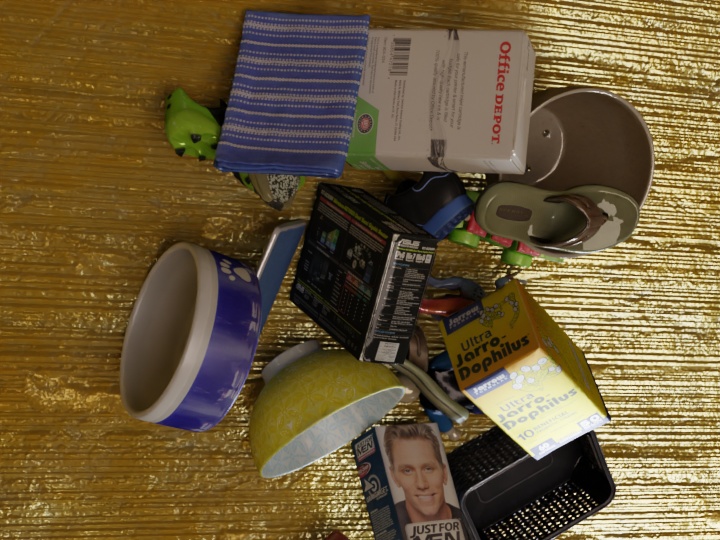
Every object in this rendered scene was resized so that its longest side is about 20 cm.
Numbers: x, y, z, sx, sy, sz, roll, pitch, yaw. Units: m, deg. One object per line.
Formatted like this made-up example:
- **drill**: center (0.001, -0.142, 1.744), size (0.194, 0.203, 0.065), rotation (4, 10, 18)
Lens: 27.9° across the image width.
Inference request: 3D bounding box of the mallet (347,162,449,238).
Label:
- **mallet**: center (0.052, -0.113, 1.716), size (0.200, 0.041, 0.066), rotation (39, 95, -31)

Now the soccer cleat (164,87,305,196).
- **soccer cleat**: center (-0.137, -0.143, 1.616), size (0.067, 0.081, 0.200), rotation (-31, 143, 30)

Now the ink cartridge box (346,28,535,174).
- **ink cartridge box**: center (0.085, -0.186, 1.592), size (0.199, 0.084, 0.146), rotation (4, 82, 17)

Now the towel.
- **towel**: center (-0.074, -0.191, 1.548), size (0.144, 0.024, 0.200), rotation (4, 68, 13)

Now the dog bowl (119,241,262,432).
- **dog bowl**: center (-0.189, 0.075, 1.598), size (0.079, 0.200, 0.200), rotation (19, 101, -27)

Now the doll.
- **doll**: center (0.132, 0.153, 1.831), size (0.200, 0.048, 0.137), rotation (3, 113, -21)

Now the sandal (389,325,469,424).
- **sandal**: center (0.065, 0.101, 1.752), size (0.057, 0.080, 0.201), rotation (-45, 98, 1)

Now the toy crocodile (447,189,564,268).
- **toy crocodile**: center (0.172, -0.048, 1.760), size (0.200, 0.062, 0.068), rotation (18, 89, -26)

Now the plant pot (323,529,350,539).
- **plant pot**: center (-0.042, 0.443, 1.799), size (0.195, 0.201, 0.201), rotation (-46, 118, -9)

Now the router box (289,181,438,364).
- **router box**: center (0.000, 0.000, 1.642), size (0.062, 0.200, 0.150), rotation (6, 107, -30)

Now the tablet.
- **tablet**: center (-0.119, 0.037, 1.662), size (0.014, 0.130, 0.200), rotation (24, 100, 9)

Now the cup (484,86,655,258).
- **cup**: center (0.225, -0.132, 1.711), size (0.200, 0.143, 0.201), rotation (-7, 112, -18)

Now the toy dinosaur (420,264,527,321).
- **toy dinosaur**: center (0.147, 0.066, 1.757), size (0.181, 0.200, 0.105), rotation (26, 117, 5)

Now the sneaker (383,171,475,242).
- **sneaker**: center (0.050, -0.053, 1.697), size (0.200, 0.078, 0.070), rotation (-41, 167, 35)

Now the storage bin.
- **storage bin**: center (0.214, 0.274, 1.882), size (0.200, 0.094, 0.135), rotation (-28, 116, -8)

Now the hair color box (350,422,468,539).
- **hair color box**: center (0.065, 0.291, 1.772), size (0.100, 0.200, 0.061), rotation (1, 154, -35)

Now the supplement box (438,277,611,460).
- **supplement box**: center (0.196, 0.120, 1.712), size (0.109, 0.110, 0.200), rotation (-31, 136, 16)

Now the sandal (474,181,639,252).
- **sandal**: center (0.224, -0.054, 1.617), size (0.200, 0.057, 0.080), rotation (1, 109, -22)

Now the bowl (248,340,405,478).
- **bowl**: center (-0.058, 0.148, 1.714), size (0.200, 0.200, 0.108), rotation (-30, 73, -8)

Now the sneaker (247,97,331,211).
- **sneaker**: center (-0.066, -0.161, 1.572), size (0.077, 0.089, 0.200), rotation (29, 61, -34)
